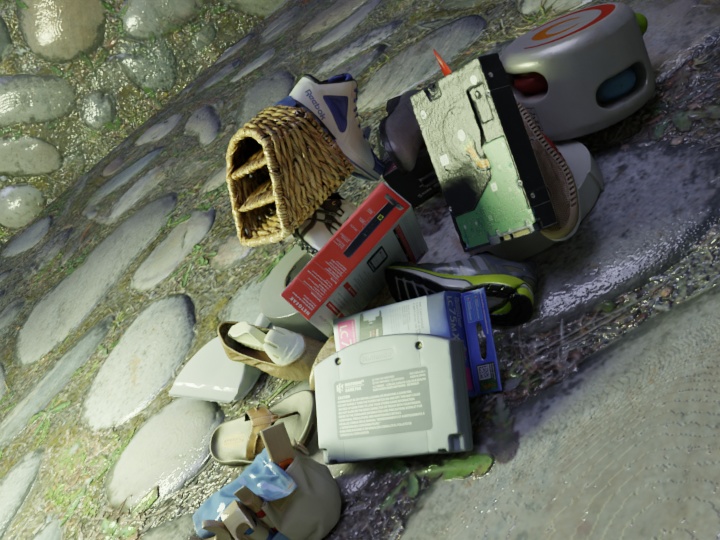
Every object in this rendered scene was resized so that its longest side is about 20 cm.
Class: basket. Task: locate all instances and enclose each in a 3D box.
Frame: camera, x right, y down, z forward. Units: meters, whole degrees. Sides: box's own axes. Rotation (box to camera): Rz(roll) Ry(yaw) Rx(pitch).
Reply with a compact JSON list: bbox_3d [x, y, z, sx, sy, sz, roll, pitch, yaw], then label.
[{"bbox_3d":[-0.132,-0.135,1.280,0.149,0.143,0.200,-47,17,-18],"label":"basket"}]

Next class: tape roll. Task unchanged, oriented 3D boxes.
[{"bbox_3d":[0.215,-0.091,1.179,0.203,0.037,0.203,-31,27,18],"label":"tape roll"},{"bbox_3d":[-0.051,0.015,1.328,0.200,0.066,0.200,-31,27,18],"label":"tape roll"}]

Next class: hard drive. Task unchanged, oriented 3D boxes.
[{"bbox_3d":[0.138,-0.130,1.041,0.038,0.200,0.140,-19,0,-31],"label":"hard drive"}]

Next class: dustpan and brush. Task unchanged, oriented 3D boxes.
[{"bbox_3d":[-0.184,0.121,1.364,0.139,0.057,0.200,0,53,37],"label":"dustpan and brush"}]

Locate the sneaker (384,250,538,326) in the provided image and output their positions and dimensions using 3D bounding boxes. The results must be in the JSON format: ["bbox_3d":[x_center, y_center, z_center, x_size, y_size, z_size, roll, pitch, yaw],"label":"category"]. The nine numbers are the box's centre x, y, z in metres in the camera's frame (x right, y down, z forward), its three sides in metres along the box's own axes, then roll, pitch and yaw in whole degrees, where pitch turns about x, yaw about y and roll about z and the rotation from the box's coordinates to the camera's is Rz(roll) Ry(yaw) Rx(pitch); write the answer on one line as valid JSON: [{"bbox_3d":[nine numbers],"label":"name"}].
[{"bbox_3d":[0.122,0.016,1.085,0.200,0.074,0.081,8,37,30],"label":"sneaker"}]

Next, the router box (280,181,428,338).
[{"bbox_3d":[0.000,0.000,1.133,0.180,0.049,0.200,-48,-17,-4],"label":"router box"}]

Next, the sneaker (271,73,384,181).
[{"bbox_3d":[-0.026,-0.224,1.346,0.115,0.199,0.081,-59,31,-7],"label":"sneaker"}]

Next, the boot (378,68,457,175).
[{"bbox_3d":[0.101,-0.229,1.338,0.131,0.070,0.200,-23,36,21],"label":"boot"}]

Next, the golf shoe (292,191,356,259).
[{"bbox_3d":[-0.045,-0.061,1.280,0.094,0.078,0.200,-37,28,5],"label":"golf shoe"}]

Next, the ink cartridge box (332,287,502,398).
[{"bbox_3d":[0.058,0.094,1.026,0.200,0.042,0.120,-16,76,36],"label":"ink cartridge box"}]

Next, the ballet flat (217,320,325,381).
[{"bbox_3d":[-0.123,0.101,1.237,0.200,0.072,0.068,11,60,41],"label":"ballet flat"}]

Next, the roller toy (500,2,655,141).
[{"bbox_3d":[0.288,-0.258,1.212,0.200,0.140,0.182,-15,22,26],"label":"roller toy"}]

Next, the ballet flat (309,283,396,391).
[{"bbox_3d":[0.015,0.082,1.135,0.200,0.071,0.065,-51,24,-18],"label":"ballet flat"}]

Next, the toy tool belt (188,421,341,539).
[{"bbox_3d":[-0.126,0.263,0.983,0.200,0.123,0.125,-43,27,-5],"label":"toy tool belt"}]

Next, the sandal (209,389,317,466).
[{"bbox_3d":[-0.129,0.197,1.134,0.200,0.055,0.082,-18,59,38],"label":"sandal"}]

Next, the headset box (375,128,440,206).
[{"bbox_3d":[0.108,-0.194,1.429,0.149,0.075,0.200,-33,28,15],"label":"headset box"}]

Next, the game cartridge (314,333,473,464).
[{"bbox_3d":[0.032,0.138,0.991,0.200,0.041,0.133,-15,69,40],"label":"game cartridge"}]

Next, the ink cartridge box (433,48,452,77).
[{"bbox_3d":[0.132,-0.179,1.182,0.043,0.174,0.200,-28,28,6],"label":"ink cartridge box"}]

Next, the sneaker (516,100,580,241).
[{"bbox_3d":[0.221,-0.108,1.100,0.071,0.112,0.200,-29,60,16],"label":"sneaker"}]
